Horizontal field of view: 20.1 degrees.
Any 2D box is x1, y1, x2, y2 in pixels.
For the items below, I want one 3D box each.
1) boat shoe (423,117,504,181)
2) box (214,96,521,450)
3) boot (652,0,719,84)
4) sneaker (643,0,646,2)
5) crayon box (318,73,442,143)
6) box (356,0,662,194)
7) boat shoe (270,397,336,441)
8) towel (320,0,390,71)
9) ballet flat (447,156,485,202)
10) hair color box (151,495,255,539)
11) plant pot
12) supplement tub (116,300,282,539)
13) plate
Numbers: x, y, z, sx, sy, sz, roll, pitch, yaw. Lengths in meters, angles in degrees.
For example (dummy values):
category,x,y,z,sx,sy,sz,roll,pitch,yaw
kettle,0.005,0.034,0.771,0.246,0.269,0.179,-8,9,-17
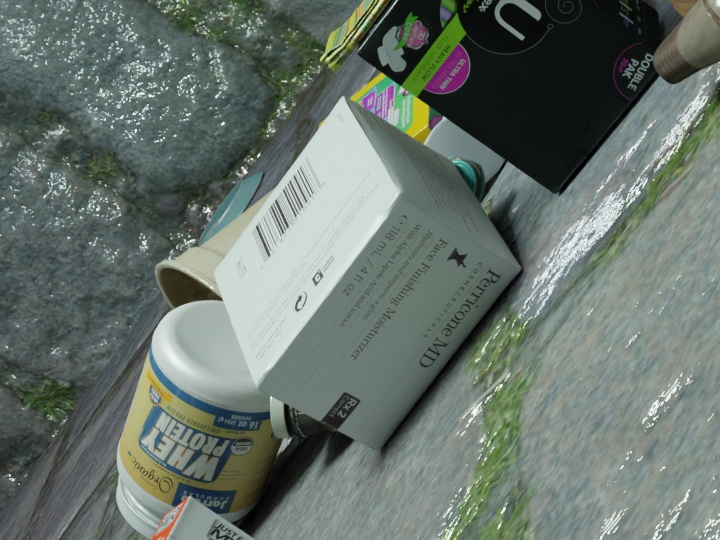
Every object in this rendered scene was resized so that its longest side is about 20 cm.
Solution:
category,x,y,z,sx,sy,sz,roll,pitch,yaw
boat shoe,0.110,-0.138,1.903,0.200,0.072,0.066,-59,6,-22
box,0.000,0.000,1.657,0.199,0.131,0.200,-53,28,15
boot,0.273,-0.210,1.398,0.146,0.070,0.200,-39,19,39
sneaker,0.143,-0.232,1.717,0.092,0.200,0.076,-63,20,12
crayon box,0.029,-0.139,2.171,0.172,0.058,0.200,-37,26,25
box,0.122,-0.190,1.628,0.149,0.200,0.124,-51,12,23
boat shoe,-0.023,0.093,1.817,0.201,0.060,0.072,-56,-39,-61
towel,0.034,-0.248,1.601,0.200,0.018,0.086,-52,13,21
ballet flat,0.052,-0.019,1.795,0.200,0.067,0.070,-54,-28,17
hair color box,-0.151,0.295,1.640,0.061,0.101,0.200,-41,16,54
plant pot,-0.070,0.003,2.023,0.184,0.200,0.200,-46,7,-18
supplement tub,-0.143,0.145,1.878,0.145,0.144,0.200,-72,2,-59
plate,-0.235,-0.096,3.543,0.200,0.026,0.200,-52,11,14
